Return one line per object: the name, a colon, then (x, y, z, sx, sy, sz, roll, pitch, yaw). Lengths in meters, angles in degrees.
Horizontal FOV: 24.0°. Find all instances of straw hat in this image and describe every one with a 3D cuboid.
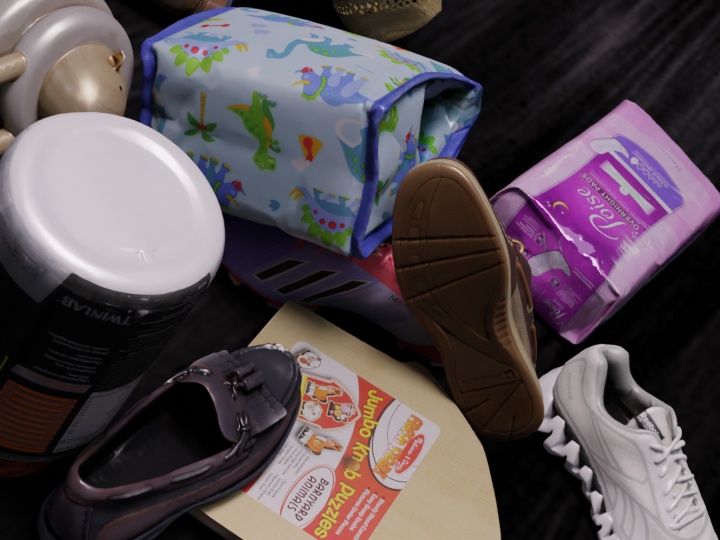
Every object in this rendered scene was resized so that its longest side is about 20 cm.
straw hat: (0.018, -0.223, 1.297, 0.201, 0.200, 0.085, -53, 133, -47)

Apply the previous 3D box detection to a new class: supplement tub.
supplement tub: (-0.163, 0.020, 0.900, 0.122, 0.200, 0.123, 19, 46, -22)

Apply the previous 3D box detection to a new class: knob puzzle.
knob puzzle: (-0.006, 0.127, 1.032, 0.218, 0.031, 0.220, 12, 46, -12)

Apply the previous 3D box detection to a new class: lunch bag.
lunch bag: (-0.030, -0.103, 1.105, 0.169, 0.128, 0.200, 18, 29, 16)

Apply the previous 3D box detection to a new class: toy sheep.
toy sheep: (-0.217, -0.132, 1.045, 0.200, 0.139, 0.138, 36, 38, 31)

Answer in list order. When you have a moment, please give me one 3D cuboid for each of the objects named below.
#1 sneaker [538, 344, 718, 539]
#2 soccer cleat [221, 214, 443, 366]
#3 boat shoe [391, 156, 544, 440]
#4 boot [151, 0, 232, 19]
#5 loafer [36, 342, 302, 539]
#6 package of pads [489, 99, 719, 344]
sneaker: (0.191, 0.140, 1.134, 0.075, 0.081, 0.200, -19, 69, -44)
soccer cleat: (0.000, 0.000, 1.119, 0.199, 0.077, 0.067, 25, 45, -16)
boat shoe: (0.073, 0.009, 1.065, 0.072, 0.072, 0.201, -69, 142, -55)
boot: (-0.138, -0.272, 1.250, 0.096, 0.075, 0.201, 19, 49, -25)
loafer: (-0.096, 0.094, 0.958, 0.072, 0.063, 0.200, 39, 47, 16)
package of pads: (0.183, -0.042, 1.280, 0.121, 0.076, 0.200, 45, 43, 10)
